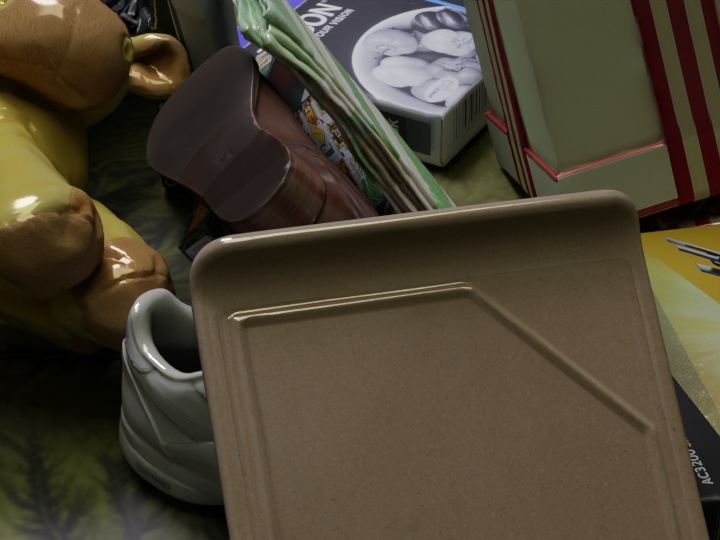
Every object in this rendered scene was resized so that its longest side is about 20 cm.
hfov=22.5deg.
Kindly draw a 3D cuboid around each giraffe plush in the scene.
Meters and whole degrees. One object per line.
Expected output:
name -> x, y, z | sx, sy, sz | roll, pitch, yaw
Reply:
giraffe plush -> -0.157, -0.067, 0.855 | 0.200, 0.172, 0.163 | 9, 68, 49

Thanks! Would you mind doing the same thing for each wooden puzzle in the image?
wooden puzzle -> 0.037, 0.077, 0.699 | 0.184, 0.201, 0.037 | -7, -10, -13

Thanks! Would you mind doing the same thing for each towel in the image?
towel -> 0.000, -0.067, 0.879 | 0.023, 0.200, 0.153 | -39, 25, 7

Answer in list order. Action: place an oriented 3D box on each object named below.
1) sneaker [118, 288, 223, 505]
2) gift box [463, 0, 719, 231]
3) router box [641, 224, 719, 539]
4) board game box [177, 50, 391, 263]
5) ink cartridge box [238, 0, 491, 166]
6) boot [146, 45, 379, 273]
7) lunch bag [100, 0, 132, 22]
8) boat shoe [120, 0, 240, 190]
sneaker -> -0.023, 0.069, 0.751 | 0.200, 0.100, 0.075 | 19, 41, 24
gift box -> 0.163, -0.124, 0.942 | 0.199, 0.187, 0.185 | -15, 19, 1
router box -> 0.173, 0.053, 0.826 | 0.157, 0.052, 0.200 | -6, 34, -11
board game box -> -0.030, -0.034, 0.914 | 0.023, 0.105, 0.200 | -31, 23, 25
ink cartridge box -> 0.007, -0.145, 1.128 | 0.200, 0.043, 0.198 | 17, 37, 24
boot -> 0.000, 0.000, 0.816 | 0.064, 0.200, 0.186 | -43, 30, 8
lunch bag -> -0.187, -0.161, 1.027 | 0.200, 0.122, 0.170 | -7, 20, 43
boat shoe -> -0.094, -0.115, 0.943 | 0.056, 0.200, 0.069 | -4, 42, 7
